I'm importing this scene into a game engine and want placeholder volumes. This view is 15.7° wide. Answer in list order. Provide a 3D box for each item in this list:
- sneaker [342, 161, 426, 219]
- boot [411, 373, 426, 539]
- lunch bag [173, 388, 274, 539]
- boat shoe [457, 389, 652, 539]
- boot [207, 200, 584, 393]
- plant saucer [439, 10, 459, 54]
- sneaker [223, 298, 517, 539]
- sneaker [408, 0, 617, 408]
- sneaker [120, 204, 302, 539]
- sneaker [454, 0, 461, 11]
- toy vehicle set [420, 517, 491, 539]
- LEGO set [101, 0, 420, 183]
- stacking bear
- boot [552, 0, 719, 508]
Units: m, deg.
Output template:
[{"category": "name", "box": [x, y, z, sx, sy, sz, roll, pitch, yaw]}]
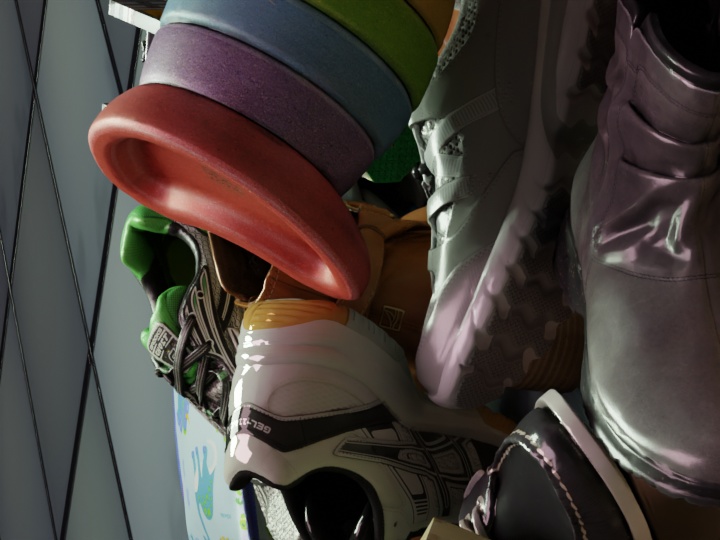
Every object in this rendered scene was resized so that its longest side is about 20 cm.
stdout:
[{"category": "sneaker", "box": [-0.005, -0.052, 1.359, 0.087, 0.075, 0.200, 51, 169, 9]}, {"category": "boot", "box": [-0.034, 0.152, 1.210, 0.068, 0.188, 0.201, 21, -125, -66]}, {"category": "lunch bag", "box": [-0.033, 0.056, 1.343, 0.170, 0.127, 0.201, 162, 97, -73]}, {"category": "boat shoe", "box": [0.067, 0.103, 1.015, 0.074, 0.060, 0.200, 59, 170, 14]}, {"category": "boot", "box": [0.000, 0.000, 1.159, 0.200, 0.155, 0.077, -127, 54, -64]}, {"category": "plant saucer", "box": [0.048, -0.176, 1.225, 0.200, 0.037, 0.201, -179, 90, -74]}, {"category": "sneaker", "box": [0.009, 0.088, 1.087, 0.075, 0.200, 0.088, -6, 62, 41]}, {"category": "sneaker", "box": [0.053, -0.042, 1.061, 0.075, 0.082, 0.201, 28, -104, -62]}, {"category": "sneaker", "box": [-0.057, 0.051, 1.181, 0.078, 0.085, 0.200, -54, 49, 38]}, {"category": "sneaker", "box": [0.062, -0.204, 1.086, 0.075, 0.088, 0.201, -156, 67, -74]}, {"category": "toy vehicle set", "box": [0.056, 0.176, 1.038, 0.200, 0.124, 0.027, 115, 179, -55]}, {"category": "LEGO set", "box": [-0.047, -0.134, 1.215, 0.116, 0.153, 0.201, 27, 124, 53]}, {"category": "stacking bear", "box": [-0.010, -0.110, 1.019, 0.200, 0.121, 0.114, -60, -17, -14]}, {"category": "boot", "box": [0.115, -0.017, 0.930, 0.200, 0.070, 0.132, -115, 28, -53]}]
